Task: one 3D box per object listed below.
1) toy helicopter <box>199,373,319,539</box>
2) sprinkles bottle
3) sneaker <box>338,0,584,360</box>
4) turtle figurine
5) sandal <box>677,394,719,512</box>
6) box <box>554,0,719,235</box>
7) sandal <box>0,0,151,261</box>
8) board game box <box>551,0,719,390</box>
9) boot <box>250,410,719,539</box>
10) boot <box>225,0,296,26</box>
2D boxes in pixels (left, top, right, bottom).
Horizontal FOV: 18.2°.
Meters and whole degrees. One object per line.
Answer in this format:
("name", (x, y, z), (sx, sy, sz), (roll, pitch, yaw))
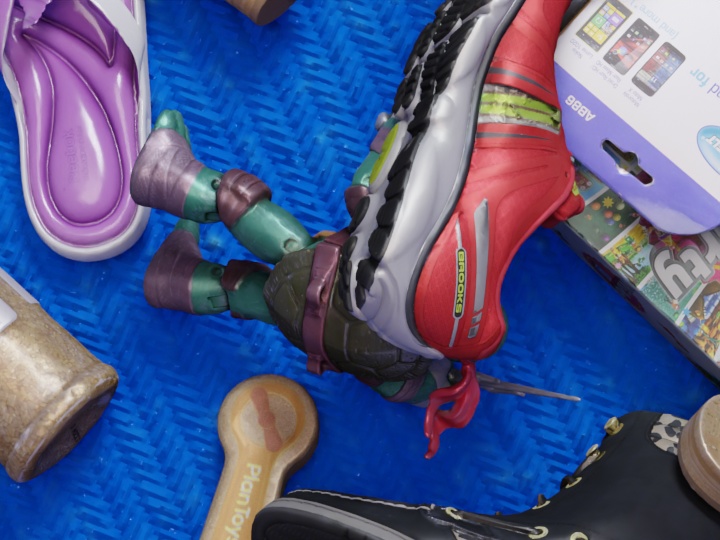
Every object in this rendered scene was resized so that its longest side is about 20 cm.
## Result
("toy helicopter", (-0.051, 0.142, 0.991), (0.132, 0.079, 0.200), (11, 70, 11))
("sprinkles bottle", (-0.202, 0.007, 1.018), (0.200, 0.068, 0.068), (42, 85, 7))
("sneaker", (0.058, -0.054, 0.924), (0.085, 0.077, 0.200), (28, 73, -16))
("turtle figurine", (0.000, 0.000, 0.973), (0.200, 0.101, 0.150), (16, 118, 18))
("sandal", (0.242, 0.095, 0.946), (0.211, 0.070, 0.078), (22, 48, -12))
("box", (0.172, -0.107, 0.971), (0.119, 0.041, 0.200), (42, 86, 9))
("sandal", (-0.136, -0.106, 1.041), (0.082, 0.050, 0.203), (-17, 81, 0))
("board game box", (0.155, -0.055, 1.014), (0.200, 0.064, 0.148), (43, 86, 7))
("boot", (0.072, 0.115, 0.966), (0.203, 0.154, 0.074), (16, 125, 21))
("boot", (-0.035, -0.224, 1.045), (0.201, 0.071, 0.144), (-45, 78, -7))
